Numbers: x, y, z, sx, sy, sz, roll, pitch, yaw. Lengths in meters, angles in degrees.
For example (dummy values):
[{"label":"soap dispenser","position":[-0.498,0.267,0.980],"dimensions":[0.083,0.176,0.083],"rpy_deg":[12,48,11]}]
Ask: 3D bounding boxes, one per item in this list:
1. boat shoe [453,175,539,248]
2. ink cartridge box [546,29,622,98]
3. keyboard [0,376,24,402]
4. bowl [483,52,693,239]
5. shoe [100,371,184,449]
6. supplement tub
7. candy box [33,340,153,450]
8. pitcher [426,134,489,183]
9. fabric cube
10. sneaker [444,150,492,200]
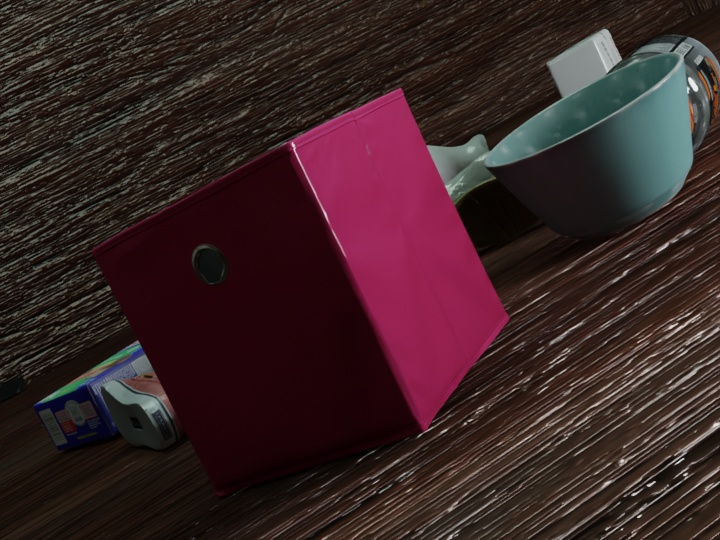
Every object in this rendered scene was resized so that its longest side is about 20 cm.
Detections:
[{"label":"boat shoe","position":[0.127,-0.057,1.116],"dimensions":[0.197,0.074,0.063],"rpy_deg":[-27,9,15]},{"label":"ink cartridge box","position":[0.376,-0.293,1.555],"dimensions":[0.083,0.148,0.200],"rpy_deg":[-24,7,26]},{"label":"keyboard","position":[-1.019,0.362,2.742],"dimensions":[0.197,0.040,0.105],"rpy_deg":[-26,30,8]},{"label":"bowl","position":[0.223,-0.103,0.900],"dimensions":[0.198,0.106,0.201],"rpy_deg":[-30,13,7]},{"label":"shoe","position":[-0.210,0.138,1.047],"dimensions":[0.090,0.073,0.199],"rpy_deg":[-29,12,-27]},{"label":"supplement tub","position":[0.319,-0.179,1.049],"dimensions":[0.121,0.124,0.200],"rpy_deg":[-23,9,32]},{"label":"candy box","position":[-0.302,0.146,1.289],"dimensions":[0.168,0.078,0.199],"rpy_deg":[-21,8,46]},{"label":"pitcher","position":[0.129,-0.161,1.766],"dimensions":[0.196,0.123,0.172],"rpy_deg":[-18,-15,-8]},{"label":"fabric cube","position":[-0.037,0.013,0.724],"dimensions":[0.194,0.202,0.200],"rpy_deg":[-22,8,31]},{"label":"sneaker","position":[0.144,-0.103,1.470],"dimensions":[0.198,0.073,0.072],"rpy_deg":[-33,-28,7]}]
